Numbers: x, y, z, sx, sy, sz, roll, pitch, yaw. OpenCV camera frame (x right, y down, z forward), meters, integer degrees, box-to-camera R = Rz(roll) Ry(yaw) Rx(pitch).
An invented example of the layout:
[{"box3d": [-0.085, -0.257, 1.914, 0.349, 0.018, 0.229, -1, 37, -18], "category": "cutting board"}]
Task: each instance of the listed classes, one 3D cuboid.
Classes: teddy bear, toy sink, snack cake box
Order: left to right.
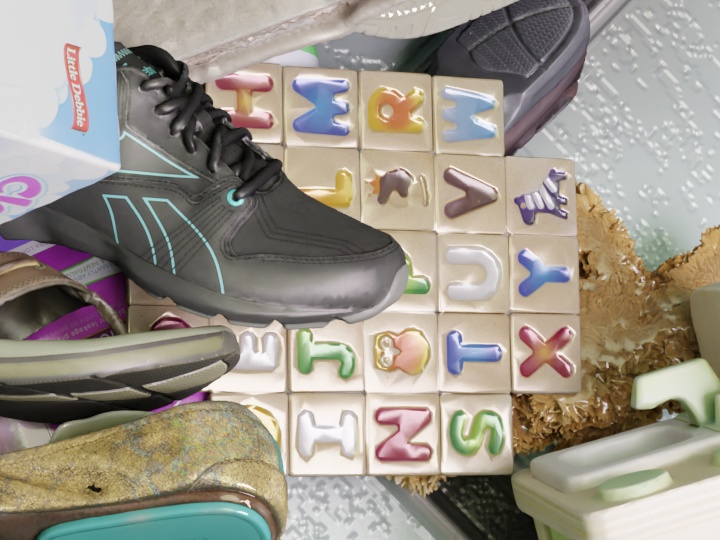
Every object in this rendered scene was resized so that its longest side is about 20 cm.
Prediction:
[{"box3d": [-0.175, -0.067, 0.716, 0.067, 0.199, 0.116, 15, 64, -45], "category": "snack cake box"}, {"box3d": [0.090, 0.036, 0.898, 0.199, 0.067, 0.146, -26, 76, -12], "category": "teddy bear"}, {"box3d": [0.133, 0.116, 0.797, 0.111, 0.130, 0.202, -15, 94, -9], "category": "toy sink"}]

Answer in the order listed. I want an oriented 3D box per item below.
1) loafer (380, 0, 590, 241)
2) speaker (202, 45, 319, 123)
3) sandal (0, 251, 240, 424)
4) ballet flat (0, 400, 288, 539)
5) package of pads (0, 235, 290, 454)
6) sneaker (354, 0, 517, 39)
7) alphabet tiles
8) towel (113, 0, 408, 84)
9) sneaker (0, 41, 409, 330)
[{"box3d": [0.031, -0.046, 0.895, 0.200, 0.063, 0.072, -42, 56, -16], "category": "loafer"}, {"box3d": [-0.079, -0.152, 0.872, 0.088, 0.088, 0.202, -15, 82, -17], "category": "speaker"}, {"box3d": [-0.143, 0.020, 0.743, 0.199, 0.080, 0.058, 4, 75, -6], "category": "sandal"}, {"box3d": [-0.124, 0.086, 0.739, 0.198, 0.071, 0.071, -9, 79, 4], "category": "ballet flat"}, {"box3d": [-0.125, 0.009, 0.833, 0.120, 0.076, 0.201, -24, 85, -18], "category": "package of pads"}, {"box3d": [0.029, -0.163, 0.895, 0.198, 0.111, 0.077, -16, 124, -25], "category": "sneaker"}, {"box3d": [0.000, 0.000, 0.826, 0.198, 0.006, 0.168, 2, 83, -20], "category": "alphabet tiles"}, {"box3d": [-0.055, -0.147, 0.800, 0.198, 0.034, 0.134, -18, 73, 10], "category": "towel"}, {"box3d": [-0.074, -0.036, 0.744, 0.198, 0.075, 0.080, 18, 108, 6], "category": "sneaker"}]
